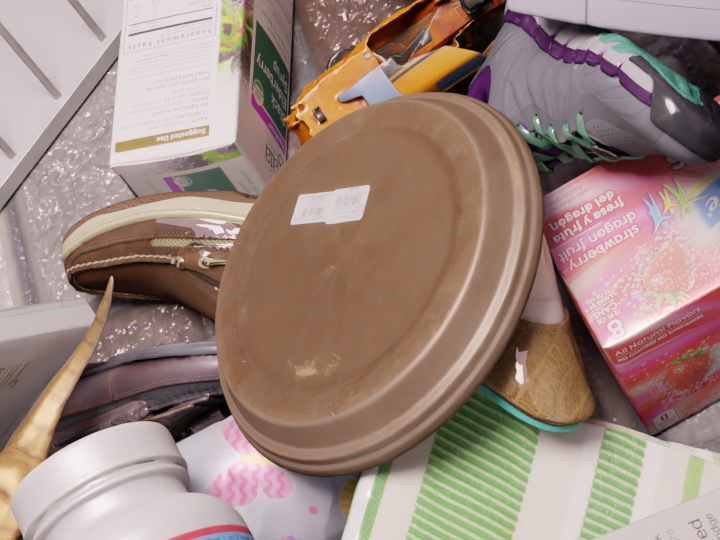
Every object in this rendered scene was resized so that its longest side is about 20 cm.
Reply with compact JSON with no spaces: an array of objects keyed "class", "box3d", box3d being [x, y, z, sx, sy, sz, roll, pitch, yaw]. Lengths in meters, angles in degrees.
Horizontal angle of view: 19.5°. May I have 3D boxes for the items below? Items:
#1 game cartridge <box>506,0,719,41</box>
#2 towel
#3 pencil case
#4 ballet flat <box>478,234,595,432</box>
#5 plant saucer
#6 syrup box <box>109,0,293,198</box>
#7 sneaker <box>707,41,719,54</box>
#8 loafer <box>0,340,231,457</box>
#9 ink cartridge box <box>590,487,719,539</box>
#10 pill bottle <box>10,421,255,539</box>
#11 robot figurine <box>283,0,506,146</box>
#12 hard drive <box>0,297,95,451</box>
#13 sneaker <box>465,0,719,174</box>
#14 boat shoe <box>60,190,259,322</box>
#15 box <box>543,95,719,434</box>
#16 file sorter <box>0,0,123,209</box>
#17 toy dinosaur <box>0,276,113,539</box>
[{"class":"game cartridge","box3d":[0.175,-0.141,0.982,0.199,0.042,0.133,7,20,14]},{"class":"towel","box3d":[0.090,0.135,0.966,0.199,0.023,0.153,18,66,1]},{"class":"pencil case","box3d":[-0.082,0.132,1.056,0.199,0.083,0.091,-31,72,4]},{"class":"ballet flat","box3d":[0.053,-0.003,1.012,0.200,0.067,0.073,46,123,48]},{"class":"plant saucer","box3d":[0.000,0.000,0.999,0.199,0.029,0.201,-25,49,33]},{"class":"syrup box","box3d":[-0.088,-0.129,1.210,0.081,0.079,0.201,-10,59,17]},{"class":"sneaker","box3d":[0.269,-0.142,1.072,0.199,0.081,0.089,10,61,21]},{"class":"loafer","box3d":[-0.120,0.077,1.122,0.199,0.072,0.063,-9,77,26]},{"class":"ink cartridge box","box3d":[0.098,0.194,0.872,0.199,0.083,0.147,-19,72,-22]},{"class":"pill bottle","box3d":[-0.081,0.174,0.947,0.108,0.109,0.201,-31,68,4]},{"class":"robot figurine","box3d":[0.051,-0.126,1.132,0.199,0.145,0.058,-34,93,-3]},{"class":"hard drive","box3d":[-0.232,0.073,1.031,0.132,0.200,0.026,-48,69,29]},{"class":"sneaker","box3d":[0.107,-0.068,0.994,0.088,0.074,0.200,-57,25,8]},{"class":"boat shoe","box3d":[-0.071,0.001,1.134,0.201,0.075,0.075,-8,65,19]},{"class":"box","box3d":[0.195,-0.023,1.015,0.199,0.103,0.095,-29,54,4]},{"class":"file sorter","box3d":[-0.245,-0.152,1.263,0.138,0.125,0.201,27,75,33]},{"class":"toy dinosaur","box3d":[-0.175,0.104,1.050,0.106,0.060,0.201,0,60,50]}]
